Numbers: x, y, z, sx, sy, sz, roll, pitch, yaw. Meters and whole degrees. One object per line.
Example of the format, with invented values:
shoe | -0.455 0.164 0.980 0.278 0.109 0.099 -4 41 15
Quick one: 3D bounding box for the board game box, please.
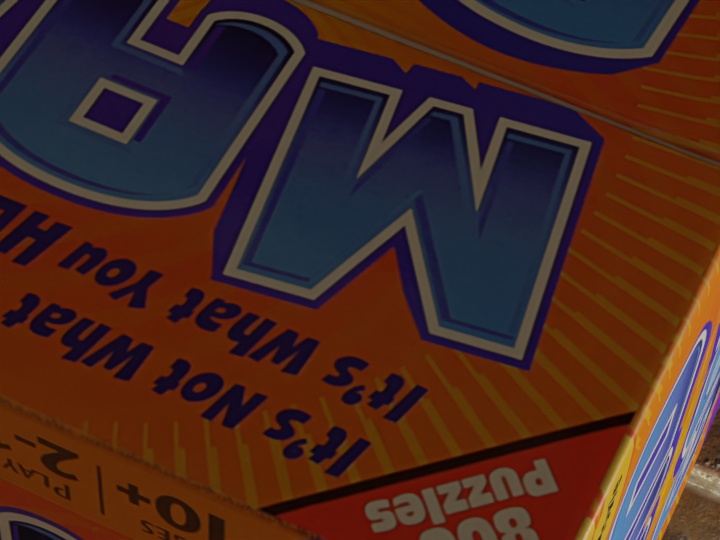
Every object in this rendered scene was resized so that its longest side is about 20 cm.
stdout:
board game box | -0.024 0.005 0.461 0.200 0.200 0.200 95 22 -53
